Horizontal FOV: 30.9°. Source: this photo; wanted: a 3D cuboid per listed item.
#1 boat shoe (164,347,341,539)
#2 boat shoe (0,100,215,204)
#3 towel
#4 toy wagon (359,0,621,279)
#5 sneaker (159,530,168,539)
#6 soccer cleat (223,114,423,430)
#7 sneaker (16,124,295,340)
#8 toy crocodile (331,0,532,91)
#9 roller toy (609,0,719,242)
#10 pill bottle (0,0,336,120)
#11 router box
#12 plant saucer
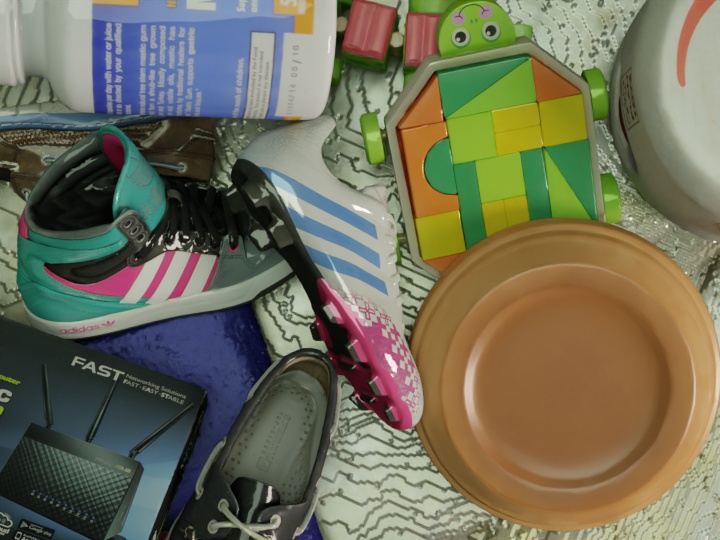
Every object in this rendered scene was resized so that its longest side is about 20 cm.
[{"bbox_3d":[-0.060,0.132,0.742,0.073,0.060,0.201,27,53,0],"label":"boat shoe"},{"bbox_3d":[-0.190,-0.069,0.829,0.198,0.072,0.073,-11,88,1],"label":"boat shoe"},{"bbox_3d":[-0.112,0.128,0.833,0.146,0.050,0.202,-16,87,-4],"label":"towel"},{"bbox_3d":[0.078,-0.084,0.806,0.153,0.040,0.202,-11,112,1],"label":"toy wagon"},{"bbox_3d":[-0.126,0.204,0.772,0.198,0.081,0.075,-3,123,-13],"label":"sneaker"},{"bbox_3d":[0.000,0.000,0.783,0.086,0.070,0.201,-36,107,-21],"label":"soccer cleat"},{"bbox_3d":[-0.118,-0.037,0.787,0.198,0.121,0.084,-18,51,-11],"label":"sneaker"},{"bbox_3d":[0.012,-0.149,0.831,0.198,0.062,0.068,9,88,2],"label":"toy crocodile"},{"bbox_3d":[0.245,-0.108,0.782,0.182,0.140,0.201,39,89,4],"label":"roller toy"},{"bbox_3d":[-0.117,-0.144,0.735,0.198,0.112,0.113,1,87,-10],"label":"pill bottle"},{"bbox_3d":[-0.201,0.106,0.731,0.198,0.151,0.062,20,131,-3],"label":"router box"},{"bbox_3d":[0.126,0.069,0.807,0.198,0.037,0.203,1,100,3],"label":"plant saucer"}]
